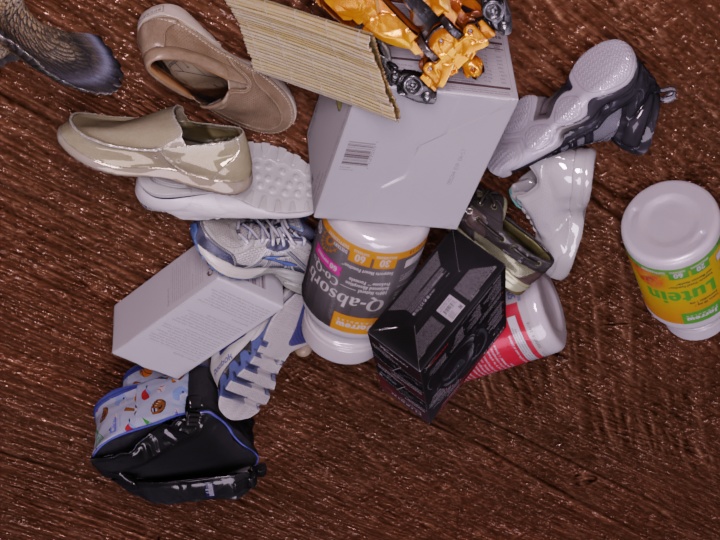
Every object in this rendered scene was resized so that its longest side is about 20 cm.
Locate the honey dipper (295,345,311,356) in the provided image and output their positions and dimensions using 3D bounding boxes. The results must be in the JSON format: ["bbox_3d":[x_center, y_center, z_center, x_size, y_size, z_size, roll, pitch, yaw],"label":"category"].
[{"bbox_3d":[-0.031,0.054,1.770,0.038,0.038,0.200,15,142,-26],"label":"honey dipper"}]

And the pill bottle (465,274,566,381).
[{"bbox_3d":[0.136,0.070,1.746,0.198,0.113,0.112,-20,143,19],"label":"pill bottle"}]

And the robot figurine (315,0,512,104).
[{"bbox_3d":[0.037,-0.241,1.263,0.145,0.058,0.200,-40,109,23],"label":"robot figurine"}]

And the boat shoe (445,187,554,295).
[{"bbox_3d":[0.133,-0.058,1.583,0.066,0.072,0.201,-36,115,20],"label":"boat shoe"}]

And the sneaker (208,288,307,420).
[{"bbox_3d":[-0.122,0.067,1.742,0.080,0.115,0.200,31,103,-43],"label":"sneaker"}]

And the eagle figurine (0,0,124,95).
[{"bbox_3d":[-0.308,-0.217,1.272,0.150,0.152,0.201,-25,140,-6],"label":"eagle figurine"}]

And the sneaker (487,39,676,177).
[{"bbox_3d":[0.226,-0.142,1.484,0.113,0.076,0.200,26,132,-33],"label":"sneaker"}]

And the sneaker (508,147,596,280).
[{"bbox_3d":[0.204,-0.069,1.609,0.088,0.076,0.201,9,142,6],"label":"sneaker"}]

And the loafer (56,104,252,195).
[{"bbox_3d":[-0.200,-0.131,1.454,0.198,0.076,0.069,11,118,-10],"label":"loafer"}]

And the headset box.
[{"bbox_3d":[0.088,0.067,1.594,0.077,0.149,0.200,36,166,17],"label":"headset box"}]

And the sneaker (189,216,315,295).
[{"bbox_3d":[-0.095,-0.036,1.613,0.199,0.078,0.085,14,134,-38],"label":"sneaker"}]

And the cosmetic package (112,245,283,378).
[{"bbox_3d":[-0.190,0.042,1.700,0.101,0.072,0.199,26,134,-37],"label":"cosmetic package"}]

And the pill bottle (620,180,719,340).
[{"bbox_3d":[0.369,-0.003,1.671,0.110,0.112,0.200,-15,144,14],"label":"pill bottle"}]

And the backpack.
[{"bbox_3d":[-0.243,0.198,1.849,0.189,0.155,0.201,-22,137,10],"label":"backpack"}]

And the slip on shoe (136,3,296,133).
[{"bbox_3d":[-0.135,-0.177,1.403,0.076,0.061,0.200,-24,141,25],"label":"slip on shoe"}]

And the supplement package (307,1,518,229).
[{"bbox_3d":[0.044,-0.148,1.424,0.154,0.112,0.201,5,143,-14],"label":"supplement package"}]

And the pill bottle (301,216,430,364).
[{"bbox_3d":[0.000,0.000,1.562,0.115,0.117,0.201,4,134,-13],"label":"pill bottle"}]

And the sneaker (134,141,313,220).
[{"bbox_3d":[-0.136,-0.085,1.537,0.198,0.077,0.081,8,153,-6],"label":"sneaker"}]

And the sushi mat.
[{"bbox_3d":[-0.046,-0.193,1.307,0.199,0.012,0.096,25,150,41],"label":"sushi mat"}]
